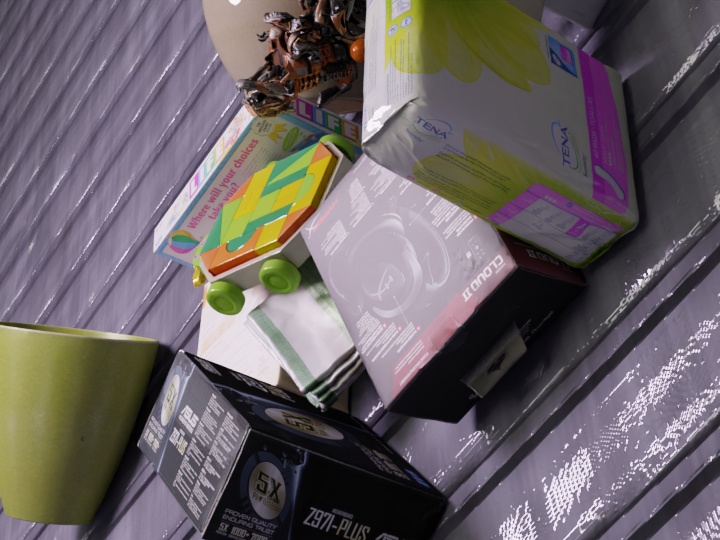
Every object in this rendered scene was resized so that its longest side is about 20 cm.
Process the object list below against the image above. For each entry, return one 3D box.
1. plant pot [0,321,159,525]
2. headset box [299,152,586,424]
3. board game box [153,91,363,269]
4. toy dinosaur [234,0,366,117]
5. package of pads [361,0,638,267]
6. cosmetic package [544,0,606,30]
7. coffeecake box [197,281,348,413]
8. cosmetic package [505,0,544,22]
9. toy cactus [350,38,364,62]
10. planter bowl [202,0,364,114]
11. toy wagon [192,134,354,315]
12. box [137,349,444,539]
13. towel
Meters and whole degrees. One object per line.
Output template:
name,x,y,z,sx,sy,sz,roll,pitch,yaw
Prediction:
plant pot,-0.317,0.163,1.828,0.187,0.187,0.201,-176,92,-65
headset box,0.057,-0.002,1.213,0.149,0.077,0.200,-50,48,26
board game box,-0.080,-0.066,1.548,0.200,0.134,0.034,-49,29,34
toy dinosaur,-0.029,-0.216,1.443,0.102,0.136,0.200,6,49,44
package of pads,0.091,-0.103,1.136,0.068,0.200,0.155,-39,36,39
cosmetic package,0.140,-0.267,1.341,0.102,0.074,0.200,-61,25,12
coffeecake box,-0.077,0.064,1.499,0.153,0.073,0.200,-42,34,41
cosmetic package,0.092,-0.252,1.250,0.105,0.071,0.201,-25,48,59
toy cactus,0.067,-0.184,1.357,0.165,0.102,0.200,54,157,31
planter bowl,-0.045,-0.212,1.564,0.200,0.200,0.135,-9,84,63
toy wagon,-0.084,-0.034,1.445,0.200,0.040,0.155,-21,35,42
box,-0.056,0.148,1.271,0.086,0.163,0.200,-66,23,4
towel,0.000,0.000,1.356,0.200,0.031,0.149,-49,38,2
